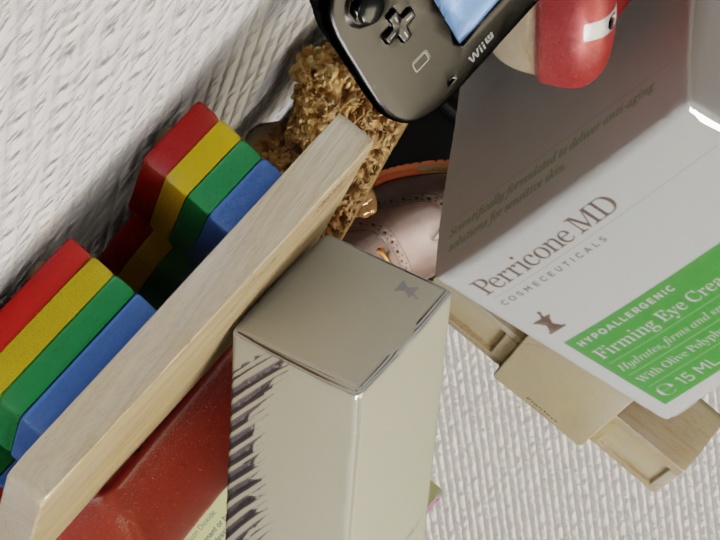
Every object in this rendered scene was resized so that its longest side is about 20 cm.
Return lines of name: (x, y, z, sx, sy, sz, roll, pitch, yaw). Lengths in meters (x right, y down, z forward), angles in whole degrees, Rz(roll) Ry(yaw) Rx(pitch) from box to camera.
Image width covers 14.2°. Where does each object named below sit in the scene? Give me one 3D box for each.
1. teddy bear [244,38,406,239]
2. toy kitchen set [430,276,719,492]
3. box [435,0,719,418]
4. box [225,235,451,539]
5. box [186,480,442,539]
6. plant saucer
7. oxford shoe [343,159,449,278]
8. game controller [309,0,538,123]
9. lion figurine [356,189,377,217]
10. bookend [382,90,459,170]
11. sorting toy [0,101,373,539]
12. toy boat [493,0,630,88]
teddy bear: (0.000, -0.095, 1.378, 0.200, 0.067, 0.145, -60, 178, 40)
toy kitchen set: (0.167, -0.004, 1.737, 0.180, 0.200, 0.163, -50, 177, -15)
box: (0.170, -0.073, 1.490, 0.199, 0.171, 0.200, -36, -148, 41)
box: (-0.013, 0.087, 1.305, 0.082, 0.068, 0.200, -46, 153, -40)
box: (-0.070, 0.135, 1.840, 0.097, 0.200, 0.176, -50, 178, 20)
plant saucer: (-0.108, 0.071, 1.397, 0.200, 0.037, 0.200, -13, -148, 53)
oxford shoe: (0.000, 0.000, 1.595, 0.200, 0.071, 0.073, -22, -148, 17)
game controller: (0.060, -0.155, 1.202, 0.200, 0.104, 0.042, -48, -139, -11)
lion figurine: (-0.012, -0.070, 1.506, 0.200, 0.072, 0.122, -65, 165, 17)
bookend: (-0.014, -0.021, 1.711, 0.199, 0.092, 0.200, -48, 176, -10)
sorting toy: (-0.099, 0.021, 1.217, 0.200, 0.070, 0.199, -48, 177, -18)
toy boat: (0.136, -0.165, 1.332, 0.200, 0.131, 0.131, -54, 152, -40)
